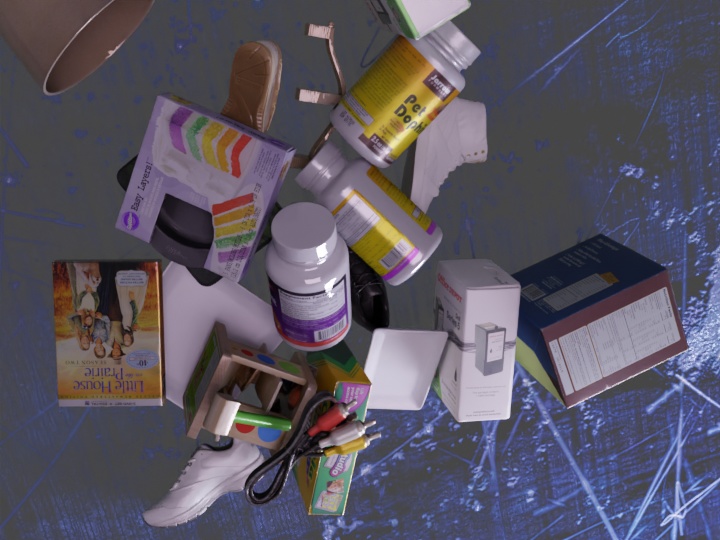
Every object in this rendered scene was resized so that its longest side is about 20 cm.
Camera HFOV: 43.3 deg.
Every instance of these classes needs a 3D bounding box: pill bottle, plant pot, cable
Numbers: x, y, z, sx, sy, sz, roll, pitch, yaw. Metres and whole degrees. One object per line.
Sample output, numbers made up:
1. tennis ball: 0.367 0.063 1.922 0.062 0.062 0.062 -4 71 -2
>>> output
1. pill bottle: 0.008 -0.081 1.220 0.200 0.104 0.104 43 93 -7
2. plant pot: -0.373 -0.344 1.059 0.187 0.187 0.200 -44 97 2
3. pill bottle: 0.061 -0.239 1.190 0.109 0.109 0.200 39 104 -21
4. pill bottle: -0.069 0.008 1.207 0.111 0.112 0.200 -14 141 -10
5. cable: -0.075 0.232 1.175 0.200 0.050 0.097 -35 116 -3

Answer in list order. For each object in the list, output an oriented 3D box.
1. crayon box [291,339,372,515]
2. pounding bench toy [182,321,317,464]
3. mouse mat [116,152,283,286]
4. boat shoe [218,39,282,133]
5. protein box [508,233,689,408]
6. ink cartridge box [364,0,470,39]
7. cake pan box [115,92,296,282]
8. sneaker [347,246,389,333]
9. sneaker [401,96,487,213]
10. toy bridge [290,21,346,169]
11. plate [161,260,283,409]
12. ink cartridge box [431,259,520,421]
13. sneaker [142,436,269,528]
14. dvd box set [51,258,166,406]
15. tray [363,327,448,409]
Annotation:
1. crayon box: -0.049 0.218 1.299 0.058 0.173 0.201 8 104 -16
2. pounding bench toy: -0.139 0.182 1.217 0.155 0.200 0.125 22 100 -18
3. mouse mat: -0.211 -0.095 1.209 0.161 0.008 0.200 -36 97 15
4. boat shoe: -0.144 -0.210 1.197 0.074 0.069 0.200 28 122 7
5. protein box: 0.330 0.066 1.333 0.199 0.199 0.135 -24 111 -6
6. ink cartridge box: 0.044 -0.377 1.128 0.084 0.200 0.146 -32 111 0
7. cake pan box: -0.204 -0.104 1.176 0.184 0.052 0.201 26 108 3
8. sneaker: 0.000 0.000 1.290 0.076 0.091 0.201 -26 109 -5
9. sneaker: 0.123 -0.148 1.285 0.115 0.074 0.201 8 103 -13
10. toy bridge: -0.055 -0.237 1.237 0.067 0.027 0.201 5 105 -18
11. plate: -0.230 0.094 1.291 0.199 0.032 0.200 36 95 -22
12. ink cartridge box: 0.163 0.097 1.322 0.084 0.146 0.201 -2 106 -12
13. sneaker: -0.237 0.307 1.344 0.200 0.074 0.087 -31 99 -10
14. dvd box set: -0.341 0.085 1.231 0.146 0.029 0.201 1 98 -1
15. tray: 0.057 0.142 1.336 0.107 0.022 0.200 3 138 -9
